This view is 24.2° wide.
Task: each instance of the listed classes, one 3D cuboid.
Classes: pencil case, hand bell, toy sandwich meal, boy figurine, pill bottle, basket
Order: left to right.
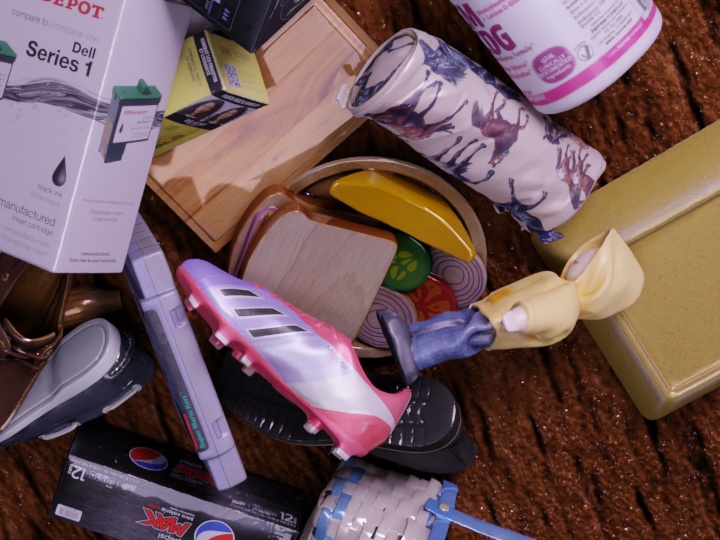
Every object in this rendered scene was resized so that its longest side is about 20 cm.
[{"bbox_3d":[-0.290,0.042,1.343,0.199,0.104,0.105,-9,112,-7],"label":"hand bell"},{"bbox_3d":[0.000,0.000,1.289,0.204,0.070,0.206,0,123,0],"label":"toy sandwich meal"},{"bbox_3d":[0.041,0.259,1.371,0.199,0.139,0.177,21,118,-1],"label":"basket"},{"bbox_3d":[0.081,-0.100,1.234,0.200,0.078,0.089,32,121,-24],"label":"pencil case"},{"bbox_3d":[0.115,0.028,1.244,0.199,0.124,0.065,-20,95,0],"label":"boy figurine"},{"bbox_3d":[0.112,-0.219,1.185,0.113,0.113,0.200,-36,106,16],"label":"pill bottle"}]

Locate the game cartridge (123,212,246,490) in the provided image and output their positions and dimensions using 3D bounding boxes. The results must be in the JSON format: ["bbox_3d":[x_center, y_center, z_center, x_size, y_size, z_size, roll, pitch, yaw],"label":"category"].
[{"bbox_3d":[-0.144,0.062,1.307,0.038,0.130,0.201,-20,110,-5],"label":"game cartridge"}]

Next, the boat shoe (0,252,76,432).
[{"bbox_3d":[-0.265,0.044,1.276,0.072,0.068,0.201,12,110,-32],"label":"boat shoe"}]

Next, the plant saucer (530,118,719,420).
[{"bbox_3d":[0.265,0.008,1.307,0.199,0.048,0.200,-30,108,15],"label":"plant saucer"}]

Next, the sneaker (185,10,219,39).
[{"bbox_3d":[-0.143,-0.188,1.236,0.200,0.077,0.080,-35,151,31],"label":"sneaker"}]

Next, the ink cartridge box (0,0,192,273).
[{"bbox_3d":[-0.218,-0.115,1.174,0.146,0.084,0.201,20,100,26],"label":"ink cartridge box"}]

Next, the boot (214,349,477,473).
[{"bbox_3d":[-0.008,0.123,1.349,0.199,0.138,0.078,14,74,19],"label":"boot"}]

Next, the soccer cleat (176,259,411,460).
[{"bbox_3d":[-0.051,0.055,1.244,0.200,0.067,0.076,45,79,-4],"label":"soccer cleat"}]

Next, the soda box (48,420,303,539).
[{"bbox_3d":[-0.151,0.193,1.392,0.199,0.071,0.064,20,111,-6],"label":"soda box"}]

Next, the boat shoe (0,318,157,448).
[{"bbox_3d":[-0.249,0.106,1.355,0.199,0.076,0.060,-24,137,34],"label":"boat shoe"}]

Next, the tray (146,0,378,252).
[{"bbox_3d":[-0.072,-0.114,1.281,0.200,0.037,0.099,-41,105,16],"label":"tray"}]

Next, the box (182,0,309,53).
[{"bbox_3d":[-0.092,-0.274,1.106,0.200,0.149,0.124,38,146,5],"label":"box"}]

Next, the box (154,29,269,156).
[{"bbox_3d":[-0.172,-0.112,1.243,0.199,0.075,0.050,-21,79,21],"label":"box"}]
